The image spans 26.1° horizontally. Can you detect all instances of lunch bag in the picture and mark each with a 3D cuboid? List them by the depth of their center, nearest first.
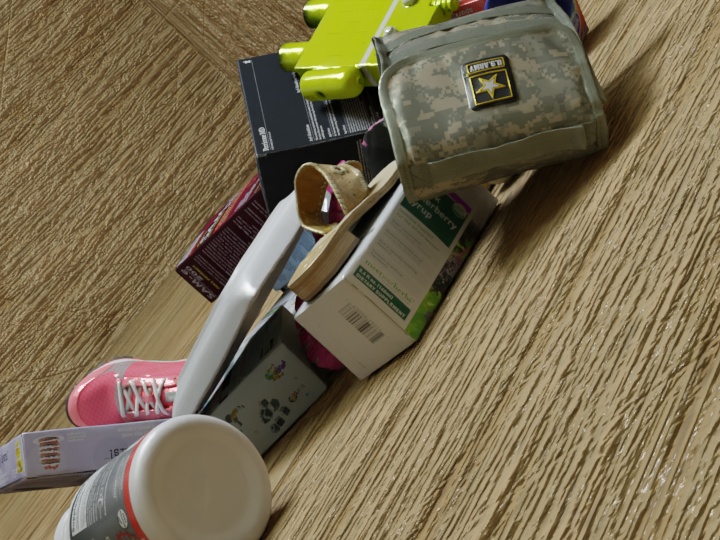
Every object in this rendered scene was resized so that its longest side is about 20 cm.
[{"bbox_3d":[0.099,-0.131,1.219,0.163,0.118,0.200,-13,24,2],"label":"lunch bag"}]

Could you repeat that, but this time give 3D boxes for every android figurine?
[{"bbox_3d":[0.011,-0.239,1.540,0.199,0.041,0.183,4,56,42],"label":"android figurine"}]

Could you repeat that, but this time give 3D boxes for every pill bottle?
[{"bbox_3d":[-0.161,0.195,1.210,0.200,0.116,0.116,-37,13,52],"label":"pill bottle"}]

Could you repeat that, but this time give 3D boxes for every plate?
[{"bbox_3d":[-0.103,0.026,1.367,0.200,0.032,0.200,-61,0,39],"label":"plate"}]

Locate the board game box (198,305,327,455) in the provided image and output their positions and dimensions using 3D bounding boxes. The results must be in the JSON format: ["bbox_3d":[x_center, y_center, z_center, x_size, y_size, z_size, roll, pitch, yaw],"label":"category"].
[{"bbox_3d":[-0.119,0.138,1.424,0.200,0.064,0.148,-45,8,7],"label":"board game box"}]

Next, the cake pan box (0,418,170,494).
[{"bbox_3d":[-0.270,0.193,1.613,0.198,0.053,0.184,-4,-9,-22],"label":"cake pan box"}]

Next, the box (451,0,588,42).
[{"bbox_3d":[0.118,-0.242,1.586,0.199,0.103,0.095,-12,28,30],"label":"box"}]

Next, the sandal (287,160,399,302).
[{"bbox_3d":[-0.026,-0.059,1.291,0.078,0.070,0.212,-42,10,35],"label":"sandal"}]

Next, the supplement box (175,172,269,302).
[{"bbox_3d":[-0.111,-0.061,1.693,0.200,0.061,0.109,-41,13,39],"label":"supplement box"}]

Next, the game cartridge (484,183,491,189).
[{"bbox_3d":[0.081,-0.082,1.517,0.176,0.032,0.200,-41,13,37],"label":"game cartridge"}]

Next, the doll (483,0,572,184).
[{"bbox_3d":[0.128,-0.172,1.339,0.049,0.135,0.201,-104,20,-66],"label":"doll"}]

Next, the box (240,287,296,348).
[{"bbox_3d":[-0.040,0.015,1.649,0.200,0.041,0.156,-53,10,-25],"label":"box"}]

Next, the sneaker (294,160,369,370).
[{"bbox_3d":[0.000,0.000,1.390,0.081,0.088,0.201,-38,37,53],"label":"sneaker"}]

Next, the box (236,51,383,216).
[{"bbox_3d":[-0.044,-0.152,1.584,0.140,0.079,0.201,-10,36,-3],"label":"box"}]

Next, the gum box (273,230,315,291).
[{"bbox_3d":[-0.017,-0.081,1.683,0.200,0.045,0.170,-35,14,49],"label":"gum box"}]

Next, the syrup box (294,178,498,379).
[{"bbox_3d":[0.033,-0.012,1.289,0.081,0.079,0.200,-39,12,45],"label":"syrup box"}]

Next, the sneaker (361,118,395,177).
[{"bbox_3d":[0.098,-0.150,1.430,0.199,0.081,0.086,-14,16,22],"label":"sneaker"}]

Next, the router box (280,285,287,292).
[{"bbox_3d":[-0.030,-0.065,1.898,0.200,0.052,0.157,-47,9,8],"label":"router box"}]

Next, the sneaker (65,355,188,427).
[{"bbox_3d":[-0.208,0.123,1.615,0.199,0.074,0.087,-10,5,-14],"label":"sneaker"}]
